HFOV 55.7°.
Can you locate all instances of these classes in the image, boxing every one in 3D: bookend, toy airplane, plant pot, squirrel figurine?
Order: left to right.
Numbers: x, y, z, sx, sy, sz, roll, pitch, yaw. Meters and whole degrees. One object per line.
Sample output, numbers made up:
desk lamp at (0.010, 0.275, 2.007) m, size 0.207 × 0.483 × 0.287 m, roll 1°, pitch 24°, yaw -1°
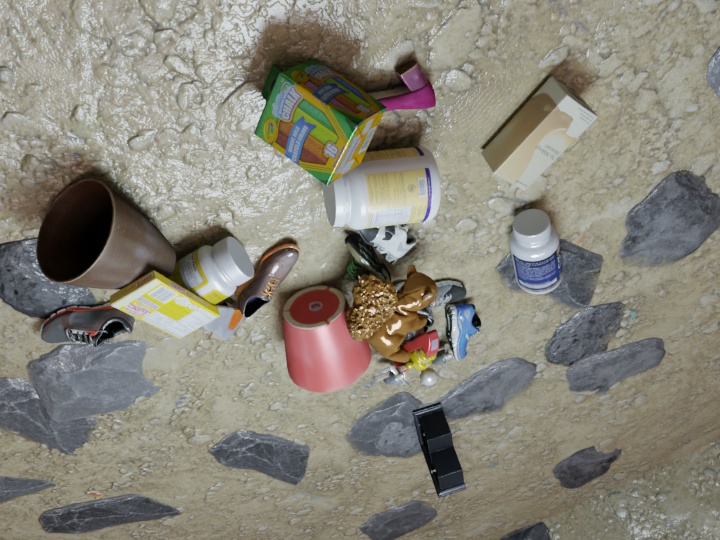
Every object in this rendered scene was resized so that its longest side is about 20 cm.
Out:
plant pot at (-0.437, -0.039, 1.233) m, size 0.187 × 0.187 × 0.200 m, roll -33°, pitch 149°, yaw 15°
plant pot at (-0.086, 0.144, 1.540) m, size 0.200 × 0.201 × 0.178 m, roll -15°, pitch 128°, yaw -4°
squirrel figurine at (0.070, 0.078, 1.454) m, size 0.200 × 0.142 × 0.187 m, roll 17°, pitch 127°, yaw -40°
toy airplane at (0.139, 0.242, 1.742) m, size 0.200 × 0.141 × 0.199 m, roll -38°, pitch 155°, yaw 2°
bookend at (0.238, 0.542, 2.052) m, size 0.092 × 0.200 × 0.199 m, roll -17°, pitch 139°, yaw -3°

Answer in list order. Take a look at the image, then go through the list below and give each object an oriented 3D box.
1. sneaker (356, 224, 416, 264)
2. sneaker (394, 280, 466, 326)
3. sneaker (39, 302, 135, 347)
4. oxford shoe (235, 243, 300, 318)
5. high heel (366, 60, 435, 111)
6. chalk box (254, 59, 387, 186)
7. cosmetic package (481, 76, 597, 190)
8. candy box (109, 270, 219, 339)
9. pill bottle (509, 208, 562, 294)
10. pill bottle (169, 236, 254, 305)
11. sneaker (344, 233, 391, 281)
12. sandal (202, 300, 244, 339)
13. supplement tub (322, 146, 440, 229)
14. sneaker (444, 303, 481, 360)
sneaker at (0.049, -0.090, 1.420) m, size 0.088 × 0.074 × 0.200 m, roll -34°, pitch 146°, yaw 16°
sneaker at (0.171, 0.087, 1.611) m, size 0.200 × 0.116 × 0.075 m, roll -1°, pitch 135°, yaw -18°
sneaker at (-0.564, 0.121, 1.407) m, size 0.200 × 0.082 × 0.077 m, roll -16°, pitch 138°, yaw -4°
oxford shoe at (-0.191, 0.025, 1.447) m, size 0.071 × 0.073 × 0.200 m, roll 22°, pitch 124°, yaw -36°
high heel at (0.040, -0.279, 1.212) m, size 0.200 × 0.067 × 0.096 m, roll -30°, pitch 126°, yaw 8°
chalk box at (-0.083, -0.258, 1.123) m, size 0.200 × 0.124 × 0.125 m, roll 35°, pitch 126°, yaw 7°
cosmetic package at (0.346, -0.263, 1.330) m, size 0.105 × 0.071 × 0.200 m, roll 18°, pitch 126°, yaw -34°
candy box at (-0.362, 0.068, 1.280) m, size 0.102 × 0.026 × 0.200 m, roll -27°, pitch 149°, yaw 11°
pill bottle at (0.401, -0.045, 1.560) m, size 0.111 × 0.111 × 0.200 m, roll -22°, pitch 138°, yaw 3°
pill bottle at (-0.322, 0.021, 1.366) m, size 0.200 × 0.114 × 0.114 m, roll -28°, pitch 137°, yaw 11°
sneaker at (0.000, 0.000, 1.497) m, size 0.088 × 0.077 × 0.200 m, roll -21°, pitch 136°, yaw 15°
sandal at (-0.307, 0.095, 1.470) m, size 0.079 × 0.059 × 0.207 m, roll -53°, pitch 167°, yaw -6°
supplement tub at (0.037, -0.154, 1.289) m, size 0.200 × 0.146 × 0.146 m, roll -7°, pitch 137°, yaw -12°
sneaker at (0.269, 0.159, 1.752) m, size 0.089 × 0.079 × 0.200 m, roll -12°, pitch 137°, yaw -4°
